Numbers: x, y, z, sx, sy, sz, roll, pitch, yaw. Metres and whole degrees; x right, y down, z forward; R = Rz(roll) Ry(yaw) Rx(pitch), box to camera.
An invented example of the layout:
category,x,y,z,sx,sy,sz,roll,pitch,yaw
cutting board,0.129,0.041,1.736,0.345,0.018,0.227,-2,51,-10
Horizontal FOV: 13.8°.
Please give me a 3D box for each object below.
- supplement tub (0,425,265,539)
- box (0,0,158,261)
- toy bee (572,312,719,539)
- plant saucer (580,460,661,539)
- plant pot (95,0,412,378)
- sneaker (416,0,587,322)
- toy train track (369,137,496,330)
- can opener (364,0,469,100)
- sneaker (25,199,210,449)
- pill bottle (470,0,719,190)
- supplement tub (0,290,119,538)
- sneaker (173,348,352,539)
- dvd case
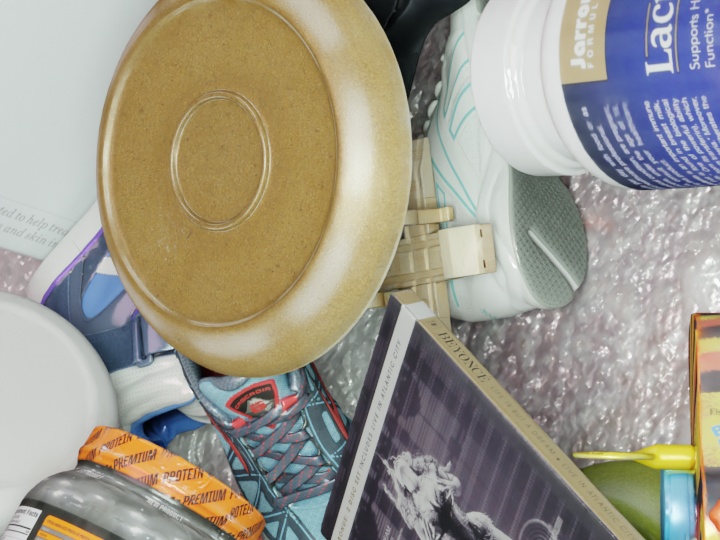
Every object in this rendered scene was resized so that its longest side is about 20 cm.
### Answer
category,x,y,z,sx,sy,sz,roll,pitch,yaw
supplement tub,-0.132,0.183,1.396,0.122,0.122,0.201,15,70,45
box,-0.176,-0.126,1.590,0.201,0.198,0.131,-57,46,14
toy bee,0.167,0.097,1.249,0.130,0.109,0.201,-18,65,-6
plant saucer,0.101,0.182,1.341,0.199,0.031,0.201,-17,65,40
plant pot,-0.059,-0.050,1.381,0.199,0.027,0.201,0,90,42
sneaker,0.056,-0.071,1.441,0.080,0.070,0.202,-20,64,41
toy train track,0.000,0.000,1.454,0.200,0.032,0.116,-11,85,61
can opener,0.008,-0.114,1.437,0.200,0.078,0.064,106,159,-53
sneaker,-0.080,0.007,1.549,0.200,0.080,0.147,-48,57,17
pill bottle,0.153,-0.094,1.322,0.199,0.115,0.117,-4,74,43
supplement tub,-0.210,0.115,1.540,0.200,0.139,0.141,116,145,-52
sneaker,-0.047,0.074,1.441,0.079,0.096,0.201,-33,75,7
dvd case,0.057,0.126,1.311,0.200,0.016,0.149,47,136,34
